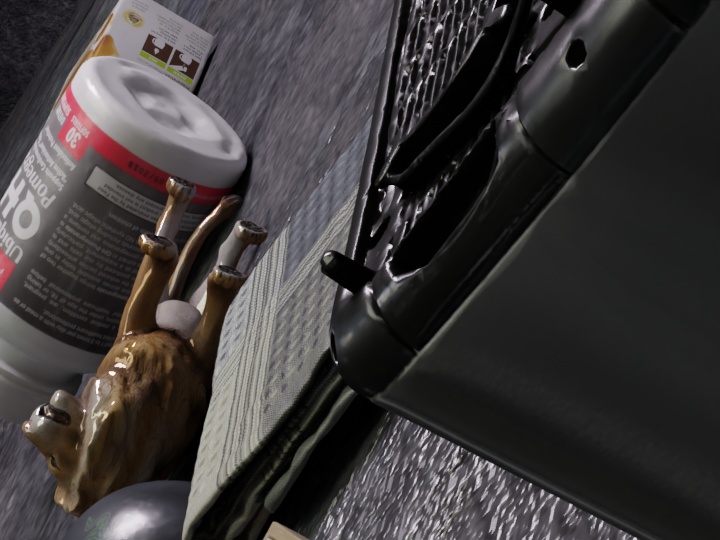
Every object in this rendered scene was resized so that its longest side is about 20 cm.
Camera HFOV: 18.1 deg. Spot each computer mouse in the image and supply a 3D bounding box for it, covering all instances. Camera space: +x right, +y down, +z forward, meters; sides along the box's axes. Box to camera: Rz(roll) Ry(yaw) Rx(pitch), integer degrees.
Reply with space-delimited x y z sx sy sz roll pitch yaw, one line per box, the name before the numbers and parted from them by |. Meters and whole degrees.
computer mouse | -0.116 0.149 0.916 0.200 0.052 0.139 -50 16 40

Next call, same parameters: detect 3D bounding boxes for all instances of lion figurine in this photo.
lion figurine | -0.093 0.036 1.068 0.200 0.072 0.123 -55 -15 -73

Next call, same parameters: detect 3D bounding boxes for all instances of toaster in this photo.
toaster | 0.085 -0.055 0.437 0.181 0.118 0.201 -53 14 31

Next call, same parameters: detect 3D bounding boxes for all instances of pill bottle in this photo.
pill bottle | -0.159 -0.012 1.298 0.201 0.110 0.111 -56 13 18

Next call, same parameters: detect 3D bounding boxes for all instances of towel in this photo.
towel | 0.000 0.000 0.861 0.193 0.034 0.200 -52 13 22

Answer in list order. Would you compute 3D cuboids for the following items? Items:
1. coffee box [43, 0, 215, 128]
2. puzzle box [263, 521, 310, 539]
coffee box | -0.187 -0.091 1.639 0.114 0.079 0.201 -48 18 44
puzzle box | -0.026 0.148 0.636 0.134 0.025 0.200 -63 13 -5
